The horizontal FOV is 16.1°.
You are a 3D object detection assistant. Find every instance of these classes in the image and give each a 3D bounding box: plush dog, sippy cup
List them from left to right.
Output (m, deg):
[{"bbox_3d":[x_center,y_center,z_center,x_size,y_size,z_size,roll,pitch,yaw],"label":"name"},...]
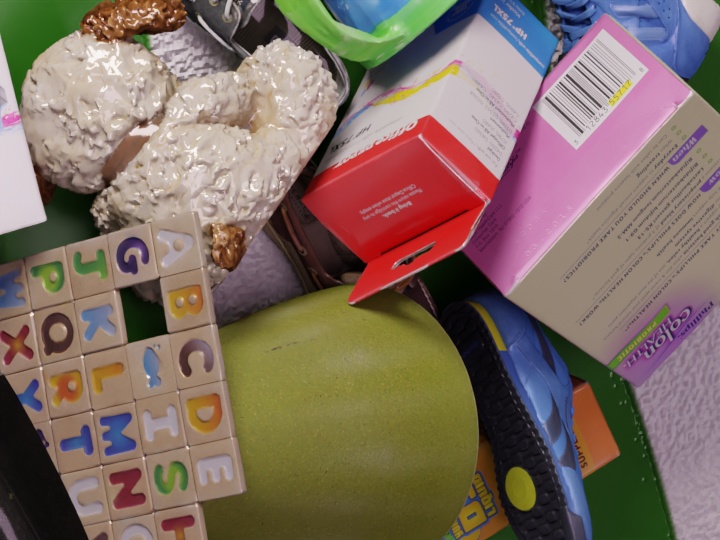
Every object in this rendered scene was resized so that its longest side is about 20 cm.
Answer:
[{"bbox_3d":[-0.133,-0.073,1.557,0.172,0.160,0.200,36,110,-4],"label":"plush dog"},{"bbox_3d":[0.011,-0.220,1.621,0.140,0.178,0.130,-41,99,15],"label":"sippy cup"}]

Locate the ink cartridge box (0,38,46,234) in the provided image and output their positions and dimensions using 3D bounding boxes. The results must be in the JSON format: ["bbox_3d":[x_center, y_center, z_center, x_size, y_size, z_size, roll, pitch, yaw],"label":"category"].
[{"bbox_3d":[-0.249,-0.084,1.533,0.068,0.115,0.200,-18,107,-20],"label":"ink cartridge box"}]

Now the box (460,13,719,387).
[{"bbox_3d":[0.173,-0.042,1.679,0.176,0.097,0.200,-48,142,8],"label":"box"}]

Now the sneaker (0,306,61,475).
[{"bbox_3d":[-0.183,0.069,1.623,0.085,0.075,0.200,-48,113,-29],"label":"sneaker"}]

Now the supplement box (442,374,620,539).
[{"bbox_3d":[0.076,0.146,1.751,0.200,0.069,0.067,-30,109,-15],"label":"supplement box"}]

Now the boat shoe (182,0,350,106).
[{"bbox_3d":[-0.075,-0.178,1.619,0.200,0.071,0.072,40,82,-25],"label":"boat shoe"}]

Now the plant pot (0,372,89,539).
[{"bbox_3d":[-0.239,0.195,1.432,0.200,0.200,0.178,-38,94,2],"label":"plant pot"}]

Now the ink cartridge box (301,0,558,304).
[{"bbox_3d":[0.039,-0.082,1.612,0.067,0.116,0.200,43,46,-20],"label":"ink cartridge box"}]

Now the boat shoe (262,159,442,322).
[{"bbox_3d":[0.000,0.000,1.685,0.072,0.072,0.200,-41,114,-12],"label":"boat shoe"}]

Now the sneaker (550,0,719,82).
[{"bbox_3d":[0.156,-0.170,1.715,0.200,0.077,0.111,32,79,-38],"label":"sneaker"}]

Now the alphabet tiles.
[{"bbox_3d":[-0.146,0.080,1.504,0.008,0.167,0.200,-1,79,-57],"label":"alphabet tiles"}]

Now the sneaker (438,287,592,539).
[{"bbox_3d":[0.123,0.103,1.691,0.078,0.066,0.200,-9,71,-39],"label":"sneaker"}]

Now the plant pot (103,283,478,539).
[{"bbox_3d":[-0.059,0.103,1.575,0.200,0.187,0.188,-1,101,-52],"label":"plant pot"}]
